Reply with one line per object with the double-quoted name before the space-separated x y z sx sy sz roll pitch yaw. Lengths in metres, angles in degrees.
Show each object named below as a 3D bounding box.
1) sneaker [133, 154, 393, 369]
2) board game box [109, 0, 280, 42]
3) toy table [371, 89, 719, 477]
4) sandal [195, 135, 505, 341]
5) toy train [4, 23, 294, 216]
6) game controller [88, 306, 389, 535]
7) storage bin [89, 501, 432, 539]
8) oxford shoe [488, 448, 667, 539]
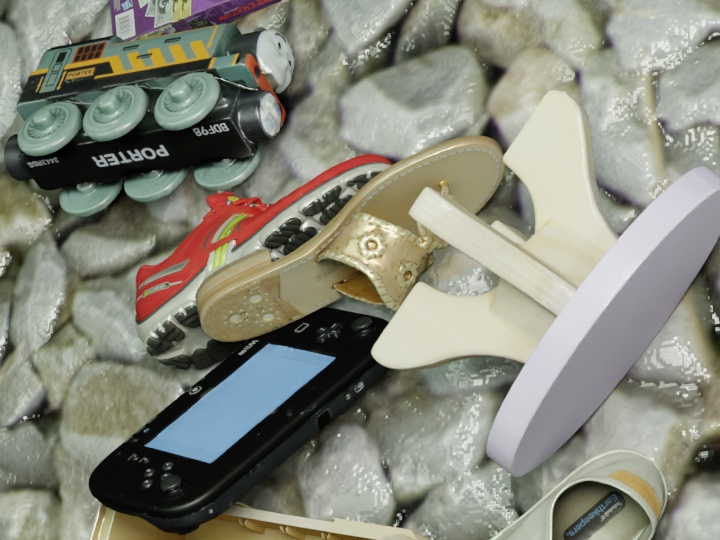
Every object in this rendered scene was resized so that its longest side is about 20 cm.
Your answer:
"sneaker" -0.065 -0.023 1.755 0.200 0.077 0.085 -33 51 16
"board game box" -0.119 -0.251 1.904 0.120 0.032 0.200 -21 62 28
"toy table" 0.104 0.002 1.589 0.117 0.184 0.200 37 85 19
"sandal" 0.003 0.003 1.686 0.211 0.078 0.070 -28 50 12
"toy train" -0.135 -0.105 1.820 0.200 0.085 0.114 -9 45 27
"game controller" -0.068 0.084 1.674 0.104 0.042 0.200 19 46 41
"storage bin" -0.069 0.234 1.644 0.200 0.094 0.199 6 75 34
"oxford shoe" 0.093 0.179 1.574 0.075 0.058 0.200 43 98 -3
